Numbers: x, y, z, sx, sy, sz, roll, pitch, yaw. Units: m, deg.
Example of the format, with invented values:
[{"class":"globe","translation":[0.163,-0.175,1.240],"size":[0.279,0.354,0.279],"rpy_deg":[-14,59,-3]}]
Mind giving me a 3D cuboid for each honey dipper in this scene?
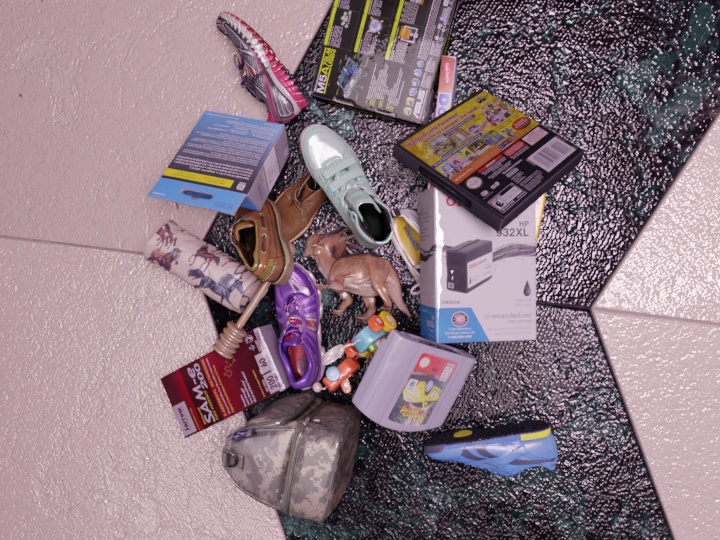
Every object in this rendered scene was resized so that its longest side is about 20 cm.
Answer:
[{"class":"honey dipper","translation":[-0.159,0.045,0.913],"size":[0.038,0.038,0.202],"rpy_deg":[35,90,9]}]

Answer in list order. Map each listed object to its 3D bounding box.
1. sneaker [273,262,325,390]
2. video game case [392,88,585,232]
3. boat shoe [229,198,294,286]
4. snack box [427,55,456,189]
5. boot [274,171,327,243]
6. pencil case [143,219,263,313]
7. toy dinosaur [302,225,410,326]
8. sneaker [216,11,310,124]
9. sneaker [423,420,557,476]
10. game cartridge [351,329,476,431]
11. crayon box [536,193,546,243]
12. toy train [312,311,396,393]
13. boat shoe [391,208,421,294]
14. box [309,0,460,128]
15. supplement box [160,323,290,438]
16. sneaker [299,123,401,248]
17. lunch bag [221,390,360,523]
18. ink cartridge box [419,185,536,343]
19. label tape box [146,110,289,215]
[{"class":"sneaker","translation":[-0.098,0.086,0.926],"size":[0.079,0.083,0.205],"rpy_deg":[-13,86,11]},{"class":"video game case","translation":[0.171,-0.155,0.778],"size":[0.180,0.026,0.199],"rpy_deg":[39,57,24]},{"class":"boat shoe","translation":[-0.161,-0.062,0.895],"size":[0.073,0.067,0.201],"rpy_deg":[-55,43,20]},{"class":"snack box","translation":[0.123,-0.206,0.875],"size":[0.024,0.072,0.206],"rpy_deg":[6,93,12]},{"class":"boot","translation":[-0.093,-0.113,0.924],"size":[0.200,0.075,0.074],"rpy_deg":[-44,85,11]},{"class":"pencil case","translation":[-0.248,-0.005,0.955],"size":[0.197,0.089,0.079],"rpy_deg":[28,106,8]},{"class":"toy dinosaur","translation":[0.000,0.000,0.909],"size":[0.195,0.086,0.138],"rpy_deg":[18,60,-5]},{"class":"sneaker","translation":[-0.167,-0.323,0.931],"size":[0.074,0.081,0.201],"rpy_deg":[-39,84,12]},{"class":"sneaker","translation":[0.194,0.278,0.878],"size":[0.195,0.066,0.081],"rpy_deg":[-9,94,12]},{"class":"game cartridge","translation":[0.080,0.165,0.841],"size":[0.041,0.198,0.135],"rpy_deg":[38,103,44]},{"class":"crayon box","translation":[0.209,-0.105,0.870],"size":[0.123,0.052,0.205],"rpy_deg":[10,94,12]},{"class":"toy train","translation":[-0.001,0.135,0.866],"size":[0.149,0.201,0.056],"rpy_deg":[-38,77,-14]},{"class":"boat shoe","translation":[0.102,-0.003,0.873],"size":[0.074,0.086,0.205],"rpy_deg":[-32,84,22]},{"class":"box","translation":[0.037,-0.343,0.904],"size":[0.189,0.047,0.205],"rpy_deg":[17,96,14]},{"class":"supplement box","translation":[-0.217,0.181,0.966],"size":[0.197,0.061,0.111],"rpy_deg":[-28,85,12]},{"class":"sneaker","translation":[-0.013,-0.123,0.821],"size":[0.073,0.118,0.203],"rpy_deg":[-34,98,-6]},{"class":"lunch bag","translation":[-0.098,0.263,0.872],"size":[0.163,0.200,0.143],"rpy_deg":[9,93,10]},{"class":"ink cartridge box","translation":[0.157,-0.010,0.796],"size":[0.141,0.084,0.206],"rpy_deg":[-1,91,-8]},{"class":"label tape box","translation":[-0.210,-0.149,0.897],"size":[0.141,0.064,0.203],"rpy_deg":[12,54,11]}]
